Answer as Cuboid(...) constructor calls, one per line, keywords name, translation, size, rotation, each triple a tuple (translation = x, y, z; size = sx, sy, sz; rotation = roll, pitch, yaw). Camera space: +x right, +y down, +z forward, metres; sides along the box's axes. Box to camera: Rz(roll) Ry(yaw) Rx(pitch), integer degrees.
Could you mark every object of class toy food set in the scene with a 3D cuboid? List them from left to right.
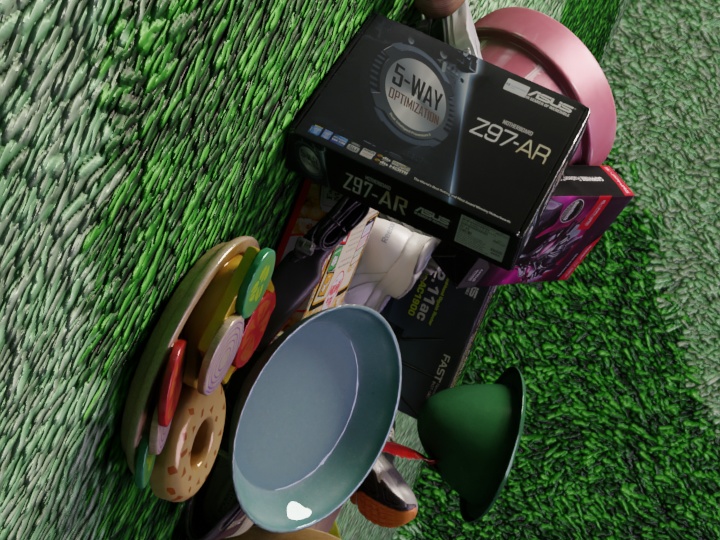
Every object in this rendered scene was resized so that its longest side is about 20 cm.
Cuboid(name="toy food set", translation=(-0.115, 0.069, 1.157), size=(0.202, 0.048, 0.198), rotation=(-63, 170, -13))

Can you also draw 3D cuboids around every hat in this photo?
Cuboid(name="hat", translation=(0.062, 0.154, 1.617), size=(0.200, 0.174, 0.168), rotation=(131, -26, -69))

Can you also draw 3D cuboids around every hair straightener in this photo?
Cuboid(name="hair straightener", translation=(-0.029, -0.015, 1.262), size=(0.200, 0.041, 0.077), rotation=(-45, 178, -1))

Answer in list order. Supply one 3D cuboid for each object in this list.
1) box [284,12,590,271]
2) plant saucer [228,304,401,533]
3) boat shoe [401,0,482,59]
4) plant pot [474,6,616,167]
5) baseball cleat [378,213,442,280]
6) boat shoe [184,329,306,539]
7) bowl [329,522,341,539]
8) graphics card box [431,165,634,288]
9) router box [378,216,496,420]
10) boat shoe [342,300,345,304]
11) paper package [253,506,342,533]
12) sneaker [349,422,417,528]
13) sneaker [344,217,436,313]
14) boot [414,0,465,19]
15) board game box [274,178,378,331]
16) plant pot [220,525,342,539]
Cuboid(name="box", translation=(0.062, -0.104, 1.242), size=(0.161, 0.198, 0.044), rotation=(-57, 167, -38))
Cuboid(name="plant saucer", translation=(-0.044, 0.118, 1.317), size=(0.199, 0.036, 0.202), rotation=(-25, 126, -40))
Cuboid(name="boat shoe", translation=(0.066, -0.209, 1.400), size=(0.201, 0.070, 0.073), rotation=(-88, 161, -65))
Cuboid(name="plant pot", translation=(0.133, -0.141, 1.618), size=(0.179, 0.199, 0.201), rotation=(-39, 156, -34))
Cuboid(name="baseball cleat", translation=(0.057, -0.072, 1.551), size=(0.107, 0.069, 0.200), rotation=(-64, 153, -15))
Cuboid(name="boat shoe", translation=(-0.100, 0.146, 1.342), size=(0.065, 0.072, 0.202), rotation=(-29, 137, -64))
Cuboid(name="bowl", translation=(-0.088, 0.372, 1.769), size=(0.200, 0.106, 0.203), rotation=(-177, -90, -76))
Cuboid(name="graphics card box", translation=(0.173, -0.045, 1.572), size=(0.199, 0.051, 0.126), rotation=(-2, 137, -49))
Cuboid(name="router box", translation=(0.053, 0.044, 1.683), size=(0.202, 0.148, 0.062), rotation=(-69, 169, 17))
Cuboid(name="boat shoe", translation=(-0.043, 0.083, 1.452), size=(0.072, 0.062, 0.200), rotation=(-22, -169, 20))
Cuboid(name="paper package", translation=(-0.078, 0.212, 1.532), size=(0.191, 0.102, 0.201), rotation=(-55, 165, -45))
Cuboid(name="sneaker", translation=(0.013, 0.186, 1.658), size=(0.091, 0.200, 0.076), rotation=(-18, 131, -28))
Cuboid(name="sneaker", translation=(0.000, 0.000, 1.541), size=(0.075, 0.087, 0.200), rotation=(-61, -173, -36))
Cuboid(name="boot", translation=(0.101, -0.320, 1.311), size=(0.155, 0.073, 0.202), rotation=(85, 30, -67))
Cuboid(name="board game box", translation=(-0.018, -0.053, 1.381), size=(0.202, 0.046, 0.151), rotation=(-68, 170, 11))
Cuboid(name="plant pot", translation=(-0.086, 0.304, 1.460), size=(0.028, 0.197, 0.201), rotation=(-97, -164, -45))
